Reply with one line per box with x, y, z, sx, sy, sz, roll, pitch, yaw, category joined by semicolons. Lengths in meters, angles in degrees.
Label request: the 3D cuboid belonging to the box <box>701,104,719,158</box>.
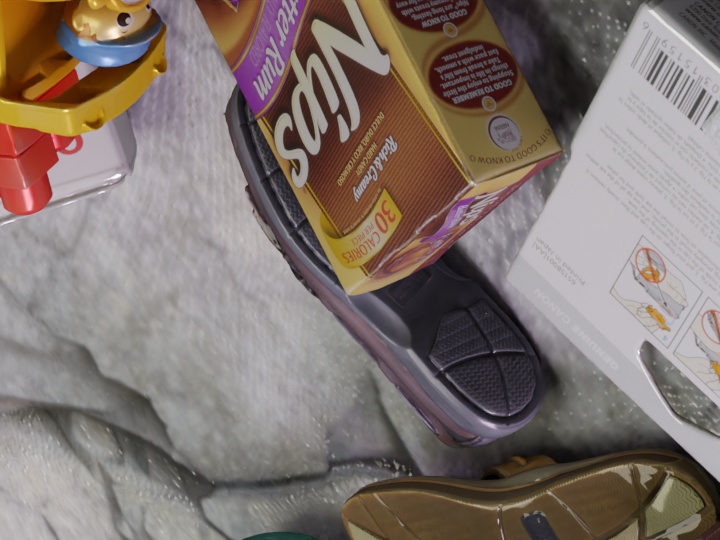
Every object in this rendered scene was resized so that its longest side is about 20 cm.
0.224;-0.061;0.985;0.133;0.114;0.200;61;145;18;box

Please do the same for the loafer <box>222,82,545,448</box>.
0.000;0.000;1.339;0.200;0.072;0.063;51;147;2;loafer

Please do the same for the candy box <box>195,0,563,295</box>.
-0.006;-0.105;1.249;0.201;0.056;0.117;61;144;10;candy box

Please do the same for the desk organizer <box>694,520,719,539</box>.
0.159;0.182;1.292;0.077;0.072;0.200;45;141;19;desk organizer

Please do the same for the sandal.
0.082;0.112;1.348;0.199;0.054;0.081;-15;111;36;sandal

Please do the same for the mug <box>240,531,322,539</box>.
-0.026;0.207;1.478;0.185;0.114;0.153;-10;108;50;mug

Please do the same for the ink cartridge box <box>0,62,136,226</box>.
-0.204;-0.122;1.403;0.085;0.145;0.201;-98;-10;-72;ink cartridge box

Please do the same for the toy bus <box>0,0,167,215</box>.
-0.147;-0.116;1.264;0.199;0.136;0.193;3;120;33;toy bus

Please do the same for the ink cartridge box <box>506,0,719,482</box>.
0.165;0.006;1.180;0.200;0.043;0.174;44;142;16;ink cartridge box
